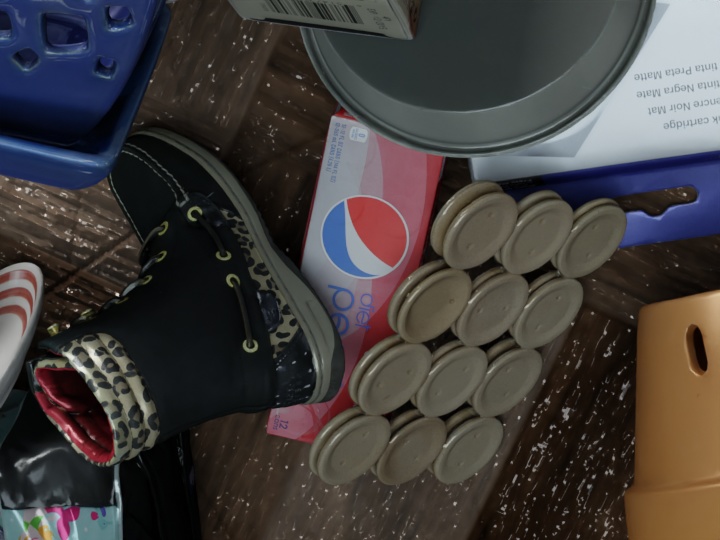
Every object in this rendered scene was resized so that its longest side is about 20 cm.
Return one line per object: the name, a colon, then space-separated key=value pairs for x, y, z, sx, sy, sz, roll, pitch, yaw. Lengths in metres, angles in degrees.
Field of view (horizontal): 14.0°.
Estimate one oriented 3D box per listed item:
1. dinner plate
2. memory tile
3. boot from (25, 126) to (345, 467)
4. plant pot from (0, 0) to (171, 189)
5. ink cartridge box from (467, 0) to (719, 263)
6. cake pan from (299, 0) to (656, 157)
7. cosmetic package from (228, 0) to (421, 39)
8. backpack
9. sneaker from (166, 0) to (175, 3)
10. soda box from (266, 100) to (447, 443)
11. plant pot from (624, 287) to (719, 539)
dinner plate: x=-0.240 y=0.079 z=1.645 sx=0.200 sy=0.200 sz=0.024 roll=-41 pitch=111 yaw=15
memory tile: x=0.059 y=0.038 z=1.631 sx=0.017 sy=0.153 sz=0.201 roll=46 pitch=118 yaw=33
boot: x=-0.121 y=0.012 z=1.599 sx=0.204 sy=0.153 sz=0.074 roll=50 pitch=143 yaw=28
plant pot: x=-0.183 y=-0.163 z=1.498 sx=0.199 sy=0.200 sz=0.181 roll=12 pitch=123 yaw=1
ink cartridge box: x=0.152 y=-0.106 z=1.628 sx=0.198 sy=0.041 sz=0.201 roll=-8 pitch=105 yaw=8
cake pan: x=0.059 y=-0.162 z=1.574 sx=0.199 sy=0.037 sz=0.202 roll=-2 pitch=77 yaw=10
cosmetic package: x=-0.008 y=-0.232 z=1.538 sx=0.103 sy=0.087 sz=0.201 roll=9 pitch=80 yaw=12
backpack: x=-0.158 y=0.160 z=1.670 sx=0.149 sy=0.178 sz=0.201 roll=-7 pitch=116 yaw=11
sneaker: x=-0.161 y=-0.227 z=1.611 sx=0.114 sy=0.075 sz=0.201 roll=-10 pitch=110 yaw=8
soda box: x=0.000 y=0.000 z=1.652 sx=0.070 sy=0.063 sz=0.201 roll=13 pitch=113 yaw=2
plant pot: x=0.231 y=0.074 z=1.605 sx=0.199 sy=0.200 sz=0.141 roll=-13 pitch=88 yaw=10
